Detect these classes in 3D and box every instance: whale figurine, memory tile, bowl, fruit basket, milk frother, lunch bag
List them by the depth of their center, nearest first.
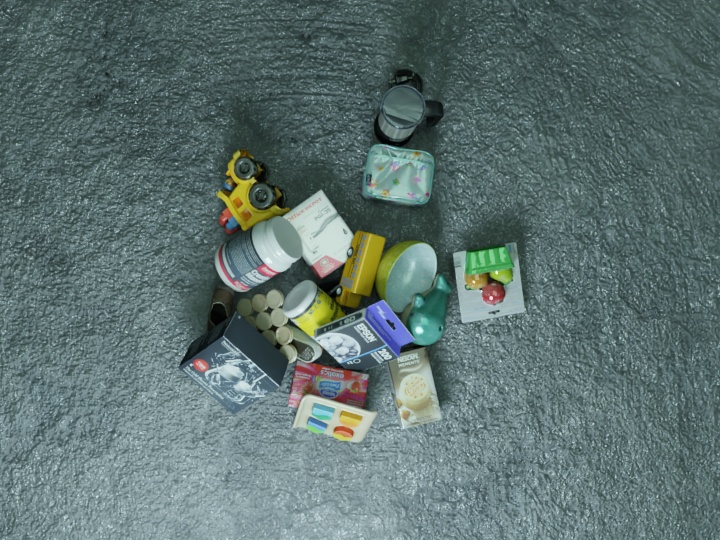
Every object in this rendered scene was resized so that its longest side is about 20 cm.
[{"bbox_3d":[-0.250,0.159,1.698,0.153,0.017,0.201,-18,81,26],"label":"memory tile"},{"bbox_3d":[0.196,0.110,1.715,0.200,0.104,0.159,-55,134,-13],"label":"whale figurine"},{"bbox_3d":[0.114,-0.461,1.716,0.180,0.188,0.201,-23,89,-6],"label":"milk frother"},{"bbox_3d":[0.102,0.001,1.719,0.108,0.200,0.200,30,83,41],"label":"bowl"},{"bbox_3d":[0.101,-0.265,1.760,0.199,0.077,0.161,9,86,-4],"label":"lunch bag"},{"bbox_3d":[0.357,0.033,1.773,0.185,0.094,0.201,-10,103,-5],"label":"fruit basket"}]

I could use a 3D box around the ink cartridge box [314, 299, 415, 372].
[{"bbox_3d":[0.016,0.177,1.626,0.199,0.198,0.043,-24,44,16],"label":"ink cartridge box"}]

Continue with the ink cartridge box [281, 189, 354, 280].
[{"bbox_3d":[-0.110,-0.095,1.730,0.146,0.083,0.200,-36,90,-7],"label":"ink cartridge box"}]

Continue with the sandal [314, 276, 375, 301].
[{"bbox_3d":[-0.052,0.050,1.728,0.199,0.076,0.043,-16,49,-6],"label":"sandal"}]

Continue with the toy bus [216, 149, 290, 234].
[{"bbox_3d":[-0.316,-0.196,1.709,0.192,0.136,0.200,-34,88,10],"label":"toy bus"}]

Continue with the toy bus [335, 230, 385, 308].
[{"bbox_3d":[0.000,0.000,1.665,0.065,0.078,0.201,15,92,-35],"label":"toy bus"}]

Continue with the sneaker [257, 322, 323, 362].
[{"bbox_3d":[-0.191,0.186,1.726,0.200,0.085,0.073,30,104,17],"label":"sneaker"}]

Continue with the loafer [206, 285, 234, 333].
[{"bbox_3d":[-0.374,0.134,1.665,0.073,0.071,0.201,10,122,3],"label":"loafer"}]

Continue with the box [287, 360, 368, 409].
[{"bbox_3d":[-0.086,0.319,1.689,0.199,0.096,0.100,12,57,-4],"label":"box"}]

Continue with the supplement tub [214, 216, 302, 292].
[{"bbox_3d":[-0.265,-0.042,1.654,0.200,0.140,0.141,-27,89,24],"label":"supplement tub"}]

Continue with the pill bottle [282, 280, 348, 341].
[{"bbox_3d":[-0.101,0.127,1.680,0.113,0.112,0.200,-49,118,-5],"label":"pill bottle"}]

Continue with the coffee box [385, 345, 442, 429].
[{"bbox_3d":[0.140,0.314,1.730,0.114,0.080,0.201,-13,88,-5],"label":"coffee box"}]

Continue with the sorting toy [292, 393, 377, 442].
[{"bbox_3d":[-0.070,0.396,1.667,0.199,0.185,0.037,13,50,-6],"label":"sorting toy"}]

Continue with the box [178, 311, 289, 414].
[{"bbox_3d":[-0.321,0.238,1.619,0.182,0.104,0.200,-34,112,26],"label":"box"}]
